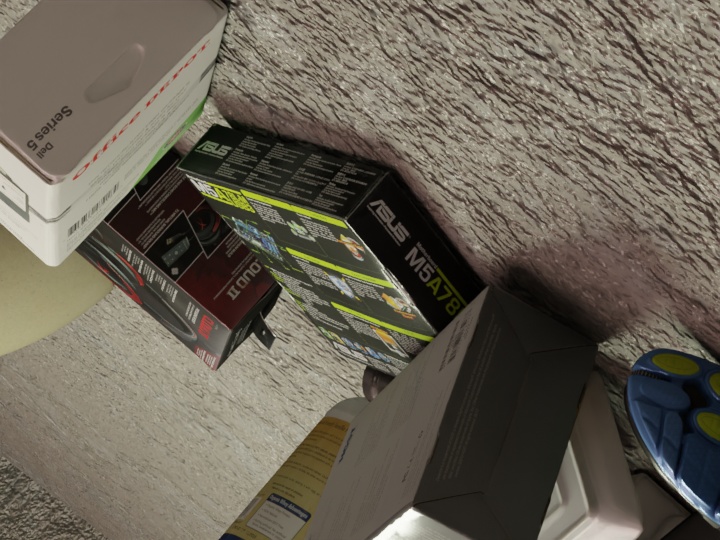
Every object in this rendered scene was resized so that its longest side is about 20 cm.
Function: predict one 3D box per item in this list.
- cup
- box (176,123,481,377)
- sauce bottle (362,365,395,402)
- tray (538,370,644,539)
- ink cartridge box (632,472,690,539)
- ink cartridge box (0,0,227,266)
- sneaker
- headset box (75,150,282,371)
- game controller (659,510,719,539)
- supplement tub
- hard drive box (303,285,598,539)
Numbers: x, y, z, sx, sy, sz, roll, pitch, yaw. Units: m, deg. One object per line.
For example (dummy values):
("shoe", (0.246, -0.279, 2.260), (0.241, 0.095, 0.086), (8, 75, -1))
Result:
("cup", (-0.350, 0.001, 2.088), (0.200, 0.143, 0.200), (38, 164, 13))
("box", (0.000, 0.000, 1.406), (0.200, 0.048, 0.193), (19, 152, 54))
("sauce bottle", (0.074, 0.098, 1.459), (0.200, 0.066, 0.066), (20, 154, 50))
("tray", (0.094, 0.154, 1.350), (0.200, 0.022, 0.108), (-49, 45, 44))
("ink cartridge box", (0.162, 0.239, 1.481), (0.145, 0.147, 0.200), (42, 166, -3))
("ink cartridge box", (-0.161, -0.099, 1.330), (0.084, 0.146, 0.200), (42, 165, 3))
("sneaker", (0.205, 0.121, 1.188), (0.200, 0.071, 0.083), (42, 159, -16))
("headset box", (-0.135, -0.017, 1.633), (0.200, 0.075, 0.149), (41, 165, 2))
("game controller", (0.180, 0.216, 1.299), (0.042, 0.200, 0.104), (12, -137, -44))
("supplement tub", (0.001, 0.182, 1.613), (0.144, 0.200, 0.144), (37, 163, 13))
("hard drive box", (0.041, 0.125, 1.307), (0.077, 0.156, 0.200), (29, 145, -10))
